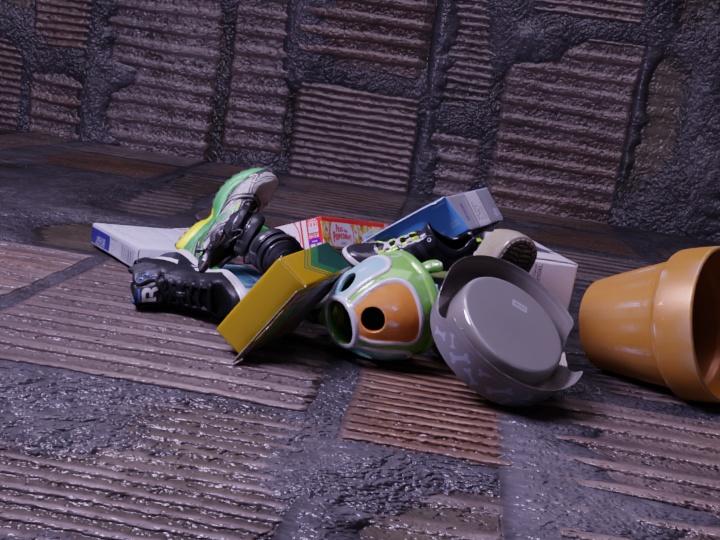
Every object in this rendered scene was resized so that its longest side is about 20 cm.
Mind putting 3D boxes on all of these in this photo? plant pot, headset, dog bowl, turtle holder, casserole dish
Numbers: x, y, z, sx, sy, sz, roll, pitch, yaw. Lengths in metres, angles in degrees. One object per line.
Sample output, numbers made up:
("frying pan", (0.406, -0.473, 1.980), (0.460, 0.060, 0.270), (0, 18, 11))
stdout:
("plant pot", (0.403, 0.073, 1.350), (0.183, 0.201, 0.200), (-3, 0, 44))
("headset", (-0.145, -0.027, 1.359), (0.123, 0.094, 0.200), (34, 7, 23))
("dog bowl", (0.171, 0.076, 1.203), (0.199, 0.059, 0.201), (22, 40, -20))
("turtle holder", (0.018, 0.042, 1.291), (0.131, 0.142, 0.185), (-16, 34, -28))
("casserole dish", (-0.179, 0.026, 1.481), (0.121, 0.039, 0.200), (1, 14, -30))

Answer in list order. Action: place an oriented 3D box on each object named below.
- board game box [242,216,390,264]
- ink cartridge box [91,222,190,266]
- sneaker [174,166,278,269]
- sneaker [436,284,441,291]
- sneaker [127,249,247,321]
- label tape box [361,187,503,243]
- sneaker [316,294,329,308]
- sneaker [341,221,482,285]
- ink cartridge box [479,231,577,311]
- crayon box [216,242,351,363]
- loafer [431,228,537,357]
("board game box", (-0.063, -0.041, 1.551), (0.151, 0.047, 0.200), (-11, -7, 31))
("ink cartridge box", (-0.322, -0.038, 1.689), (0.199, 0.041, 0.199), (1, 13, -36))
("sneaker", (-0.181, -0.064, 1.472), (0.085, 0.200, 0.078), (23, -19, 41))
("sneaker", (0.141, 0.049, 1.425), (0.082, 0.074, 0.200), (41, 5, -20))
("sneaker", (-0.241, 0.034, 1.345), (0.112, 0.073, 0.200), (-16, 27, -36))
("label tape box", (0.114, -0.062, 1.551), (0.143, 0.066, 0.200), (-29, -4, 31))
("sneaker", (-0.060, 0.020, 1.480), (0.088, 0.076, 0.200), (12, -1, -25))
("sneaker", (0.073, -0.033, 1.392), (0.199, 0.083, 0.072), (4, 27, -11))
("ink cartridge box", (0.229, 0.034, 1.470), (0.084, 0.145, 0.200), (7, 11, -13))
("crayon box", (-0.097, 0.035, 1.250), (0.052, 0.126, 0.200), (45, 18, 6))
("loafer", (0.158, 0.029, 1.321), (0.075, 0.200, 0.068), (27, 19, -25))
